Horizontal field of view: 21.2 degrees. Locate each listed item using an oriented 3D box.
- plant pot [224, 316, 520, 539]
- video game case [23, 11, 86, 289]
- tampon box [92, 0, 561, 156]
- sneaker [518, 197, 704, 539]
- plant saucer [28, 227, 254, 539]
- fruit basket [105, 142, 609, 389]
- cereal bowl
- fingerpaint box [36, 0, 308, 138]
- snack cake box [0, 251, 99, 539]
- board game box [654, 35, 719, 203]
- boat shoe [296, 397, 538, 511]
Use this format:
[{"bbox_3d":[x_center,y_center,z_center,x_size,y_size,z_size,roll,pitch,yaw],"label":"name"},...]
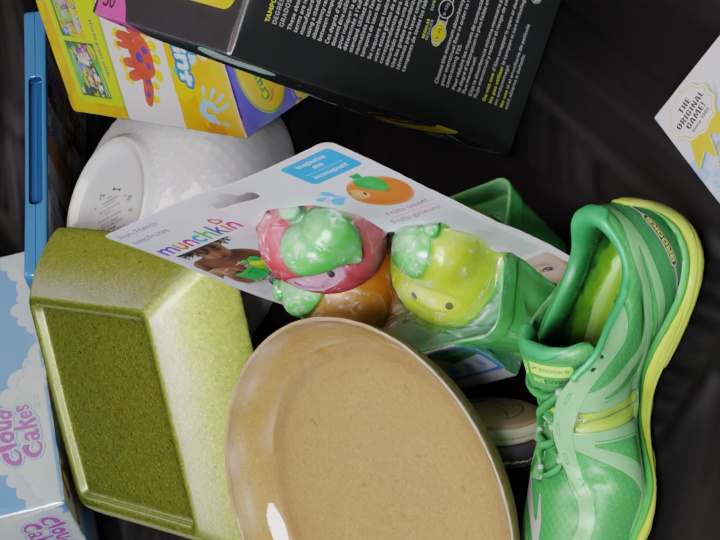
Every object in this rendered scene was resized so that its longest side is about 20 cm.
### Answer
[{"bbox_3d":[0.008,0.117,0.977,0.200,0.027,0.200,17,116,40],"label":"plant pot"},{"bbox_3d":[-0.211,-0.058,1.336,0.143,0.018,0.200,80,-174,-66],"label":"video game case"},{"bbox_3d":[-0.014,-0.158,1.052,0.150,0.200,0.127,22,95,52],"label":"tampon box"},{"bbox_3d":[0.103,0.060,0.925,0.074,0.083,0.200,7,84,51],"label":"sneaker"},{"bbox_3d":[-0.133,0.078,1.167,0.200,0.048,0.200,5,111,52],"label":"plant saucer"},{"bbox_3d":[0.000,0.000,0.981,0.185,0.200,0.094,-18,63,46],"label":"fruit basket"},{"bbox_3d":[-0.131,-0.033,1.252,0.200,0.083,0.201,-22,61,45],"label":"cereal bowl"},{"bbox_3d":[-0.128,-0.192,1.167,0.167,0.073,0.200,12,128,42],"label":"fingerpaint box"},{"bbox_3d":[-0.229,0.103,1.289,0.115,0.067,0.200,81,175,-56],"label":"snack cake box"},{"bbox_3d":[0.232,-0.100,0.861,0.200,0.034,0.135,-54,42,25],"label":"board game box"},{"bbox_3d":[0.022,0.106,1.029,0.200,0.072,0.065,-10,90,43],"label":"boat shoe"}]
